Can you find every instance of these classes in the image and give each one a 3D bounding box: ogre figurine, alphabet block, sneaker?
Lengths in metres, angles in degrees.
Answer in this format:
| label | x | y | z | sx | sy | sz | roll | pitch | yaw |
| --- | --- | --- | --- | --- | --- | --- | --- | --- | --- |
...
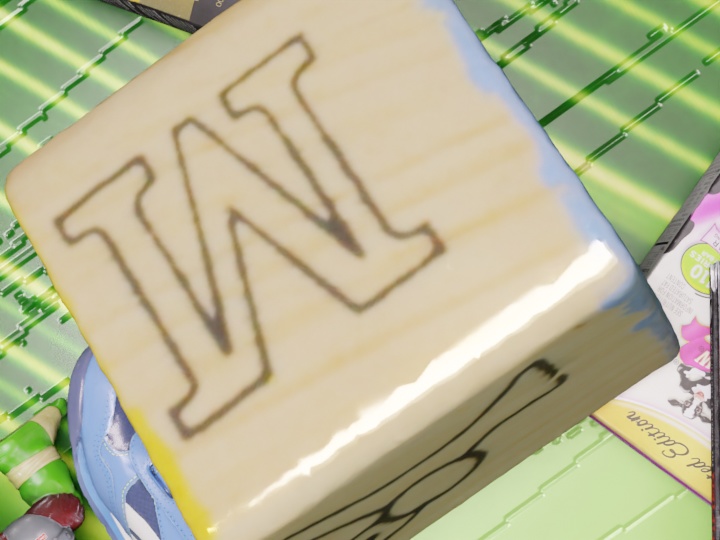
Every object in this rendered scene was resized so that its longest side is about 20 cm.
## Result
| label | x | y | z | sx | sy | sz | roll | pitch | yaw |
| --- | --- | --- | --- | --- | --- | --- | --- | --- | --- |
| ogre figurine | -0.159 | 0.145 | 0.787 | 0.120 | 0.098 | 0.200 | 53 | 47 | -3 |
| alphabet block | 0.000 | 0.000 | 0.714 | 0.199 | 0.195 | 0.197 | -35 | 69 | 6 |
| sneaker | -0.071 | 0.118 | 0.759 | 0.082 | 0.074 | 0.201 | -24 | 89 | 39 |

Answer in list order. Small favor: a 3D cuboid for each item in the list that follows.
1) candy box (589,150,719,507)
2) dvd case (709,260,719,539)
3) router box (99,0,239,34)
| label | x | y | z | sx | sy | sz | roll | pitch | yaw |
| --- | --- | --- | --- | --- | --- | --- | --- | --- | --- |
| candy box | 0.208 | 0.018 | 0.797 | 0.136 | 0.061 | 0.201 | 35 | 91 | 2 |
| dvd case | 0.233 | 0.097 | 0.745 | 0.145 | 0.022 | 0.202 | 0 | 82 | 0 |
| router box | -0.085 | -0.225 | 0.801 | 0.156 | 0.052 | 0.201 | 21 | 90 | 19 |
